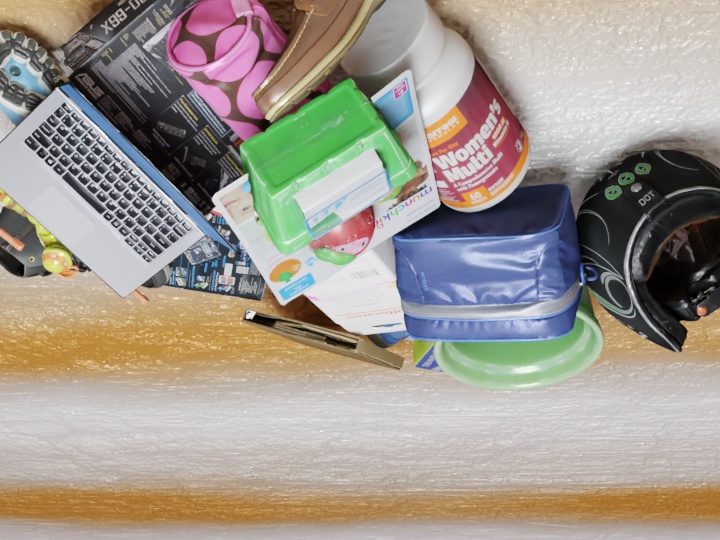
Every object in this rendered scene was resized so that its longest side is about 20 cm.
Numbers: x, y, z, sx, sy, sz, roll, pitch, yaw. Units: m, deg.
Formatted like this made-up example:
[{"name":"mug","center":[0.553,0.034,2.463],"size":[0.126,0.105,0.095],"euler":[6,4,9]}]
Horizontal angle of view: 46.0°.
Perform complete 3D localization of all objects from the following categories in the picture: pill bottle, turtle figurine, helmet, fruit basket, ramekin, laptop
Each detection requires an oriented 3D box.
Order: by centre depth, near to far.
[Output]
[{"name":"fruit basket","center":[-0.015,-0.055,0.721],"size":[0.183,0.094,0.201],"euler":[-31,145,-5]},{"name":"laptop","center":[-0.226,-0.056,0.739],"size":[0.199,0.117,0.187],"euler":[-33,115,23]},{"name":"pill bottle","center":[0.071,-0.151,0.780],"size":[0.108,0.111,0.200],"euler":[-19,141,27]},{"name":"helmet","center":[0.317,-0.026,0.880],"size":[0.196,0.191,0.204],"euler":[0,104,-1]},{"name":"turtle figurine","center":[-0.299,-0.054,0.888],"size":[0.064,0.164,0.199],"euler":[-24,138,36]},{"name":"ramekin","center":[0.184,0.054,1.016],"size":[0.196,0.099,0.201],"euler":[1,145,1]}]

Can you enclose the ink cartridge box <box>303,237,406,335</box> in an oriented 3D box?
[{"name":"ink cartridge box","center":[0.000,0.000,0.932],"size":[0.115,0.068,0.200],"euler":[-8,150,24]}]

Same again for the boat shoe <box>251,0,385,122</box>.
[{"name":"boat shoe","center":[-0.026,-0.204,0.659],"size":[0.067,0.201,0.072],"euler":[38,167,-12]}]

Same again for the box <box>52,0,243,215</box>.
[{"name":"box","center":[-0.146,-0.164,0.758],"size":[0.157,0.050,0.200],"euler":[-41,138,-1]}]

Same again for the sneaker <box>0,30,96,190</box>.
[{"name":"sneaker","center":[-0.284,-0.144,0.826],"size":[0.200,0.079,0.090],"euler":[47,160,-21]}]

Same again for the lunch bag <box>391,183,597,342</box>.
[{"name":"lunch bag","center":[0.138,-0.001,0.856],"size":[0.196,0.136,0.135],"euler":[-1,116,23]}]

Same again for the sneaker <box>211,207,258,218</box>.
[{"name":"sneaker","center":[-0.148,-0.121,0.863],"size":[0.196,0.080,0.116],"euler":[6,147,-9]}]

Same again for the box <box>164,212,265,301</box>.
[{"name":"box","center":[-0.179,-0.044,1.000],"size":[0.156,0.047,0.201],"euler":[8,145,-9]}]

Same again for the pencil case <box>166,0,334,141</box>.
[{"name":"pencil case","center":[-0.070,-0.151,0.726],"size":[0.093,0.092,0.200],"euler":[-22,145,23]}]

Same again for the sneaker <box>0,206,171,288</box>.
[{"name":"sneaker","center":[-0.318,-0.014,0.953],"size":[0.198,0.107,0.075],"euler":[33,145,-12]}]

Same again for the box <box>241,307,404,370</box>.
[{"name":"box","center":[-0.044,0.092,1.111],"size":[0.161,0.022,0.200],"euler":[13,172,21]}]

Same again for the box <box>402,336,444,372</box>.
[{"name":"box","center":[0.165,0.103,1.197],"size":[0.196,0.048,0.122],"euler":[12,144,-15]}]

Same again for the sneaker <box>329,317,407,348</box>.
[{"name":"sneaker","center":[0.016,0.030,1.086],"size":[0.088,0.080,0.199],"euler":[-27,145,25]}]
